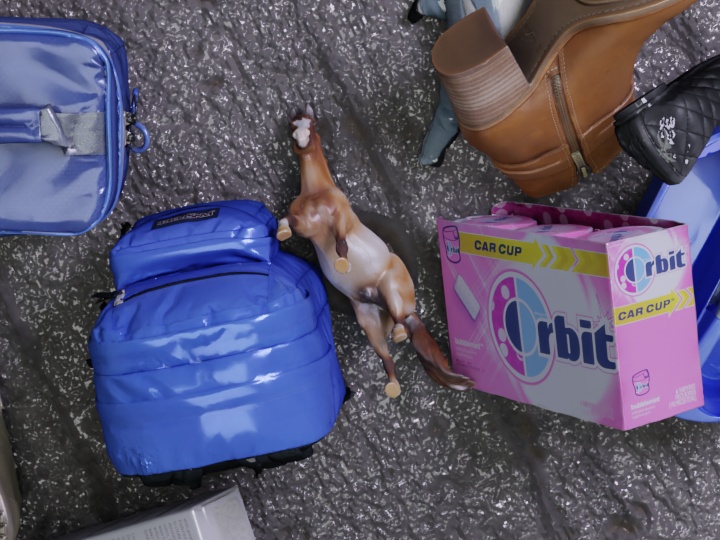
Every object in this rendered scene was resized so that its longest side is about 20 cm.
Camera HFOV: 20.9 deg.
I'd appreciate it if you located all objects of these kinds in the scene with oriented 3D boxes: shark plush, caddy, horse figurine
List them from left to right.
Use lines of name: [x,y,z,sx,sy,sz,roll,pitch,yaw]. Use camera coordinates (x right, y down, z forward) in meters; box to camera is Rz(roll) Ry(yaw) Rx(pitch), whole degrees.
horse figurine: [0.000,0.000,1.278,0.050,0.133,0.201,-32,111,13]
shark plush: [0.071,-0.170,1.283,0.083,0.091,0.202,18,122,16]
caddy: [0.241,-0.001,1.272,0.140,0.105,0.201,26,100,-5]

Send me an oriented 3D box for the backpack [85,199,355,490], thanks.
backpack: [-0.100,0.047,1.237,0.161,0.200,0.169,-15,101,4]

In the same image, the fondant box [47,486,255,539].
fondant box: [-0.148,0.240,1.294,0.199,0.058,0.146,-19,90,33]

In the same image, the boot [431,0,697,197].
boot: [0.156,-0.126,1.230,0.199,0.077,0.155,-30,140,9]

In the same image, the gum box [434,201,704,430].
gum box: [0.126,0.023,1.240,0.066,0.199,0.115,-13,102,-29]

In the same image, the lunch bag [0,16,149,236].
lunch bag: [-0.232,-0.091,1.246,0.198,0.132,0.137,0,101,1]

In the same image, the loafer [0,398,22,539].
loafer: [-0.278,0.102,1.319,0.075,0.068,0.202,-14,85,1]

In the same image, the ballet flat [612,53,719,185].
ballet flat: [0.216,-0.099,1.222,0.066,0.199,0.057,-30,89,39]
